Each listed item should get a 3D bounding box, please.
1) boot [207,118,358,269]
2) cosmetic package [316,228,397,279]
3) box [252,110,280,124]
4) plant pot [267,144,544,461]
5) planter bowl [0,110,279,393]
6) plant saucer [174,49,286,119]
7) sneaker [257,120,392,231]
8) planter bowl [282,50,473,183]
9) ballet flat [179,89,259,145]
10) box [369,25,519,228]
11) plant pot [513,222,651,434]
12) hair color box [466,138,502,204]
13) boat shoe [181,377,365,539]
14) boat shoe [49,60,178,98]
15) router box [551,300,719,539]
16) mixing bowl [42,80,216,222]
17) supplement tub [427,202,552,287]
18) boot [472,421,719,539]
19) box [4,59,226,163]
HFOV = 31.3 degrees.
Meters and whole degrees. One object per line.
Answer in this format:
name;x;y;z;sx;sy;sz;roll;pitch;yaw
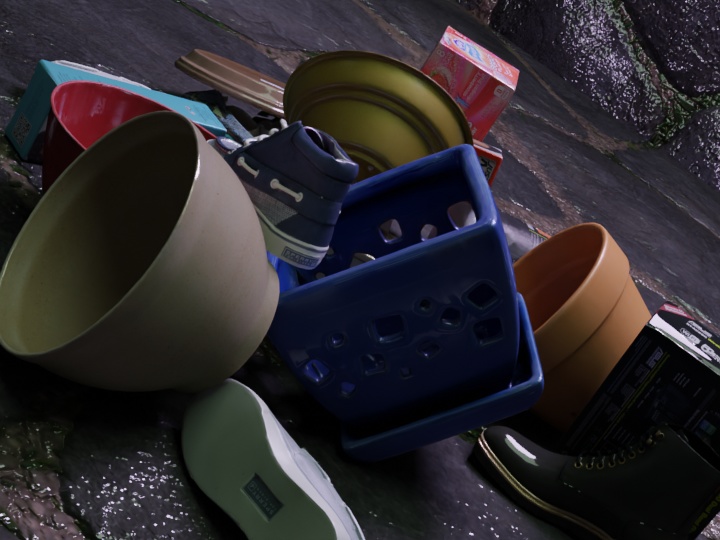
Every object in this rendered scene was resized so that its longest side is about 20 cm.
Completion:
boot;-0.065;-0.084;1.022;0.073;0.090;0.200;16;18;-38
cosmetic package;0.000;0.000;1.282;0.200;0.073;0.104;30;20;-6
box;-0.045;-0.123;1.530;0.200;0.048;0.117;35;21;0
plant pot;0.041;0.032;1.063;0.200;0.200;0.180;-90;157;-67
planter bowl;-0.144;0.007;0.919;0.135;0.200;0.200;41;12;-35
plant saucer;-0.116;-0.208;1.476;0.200;0.030;0.200;24;9;-4
sneaker;-0.048;-0.096;1.423;0.200;0.081;0.076;39;37;24
planter bowl;0.003;-0.110;1.252;0.200;0.200;0.084;30;55;-8
ballet flat;-0.130;-0.138;1.392;0.074;0.074;0.200;8;33;-48
box;0.083;-0.161;1.455;0.103;0.200;0.095;31;24;-3
plant pot;0.209;0.071;1.286;0.140;0.200;0.200;46;18;-14
hair color box;0.048;-0.135;1.361;0.200;0.061;0.102;23;11;0
boat shoe;-0.058;0.153;0.881;0.201;0.070;0.072;47;1;44
boat shoe;-0.239;-0.165;1.327;0.200;0.072;0.069;11;29;-25
router box;0.278;0.149;1.159;0.150;0.200;0.062;38;34;13
mixing bowl;-0.192;-0.062;1.092;0.200;0.108;0.200;29;22;-12
supplement tub;0.173;0.009;1.438;0.200;0.123;0.123;27;21;-14
boot;0.214;0.163;1.127;0.200;0.138;0.077;33;23;5
box;-0.231;-0.134;1.235;0.200;0.082;0.049;9;31;-46
